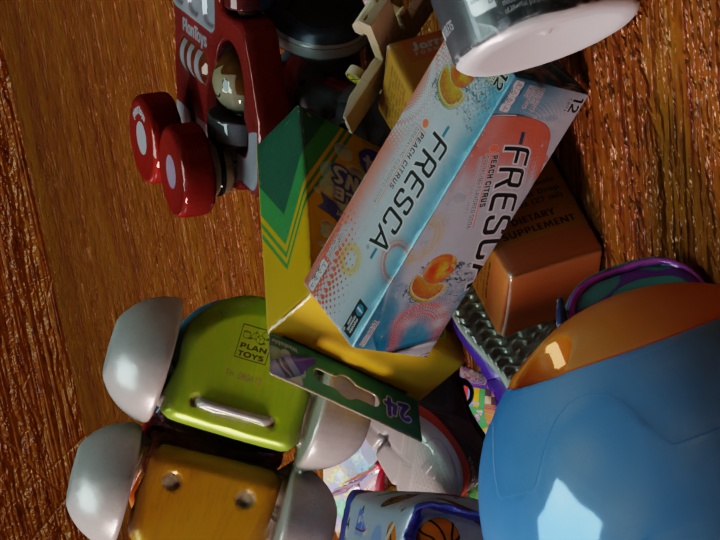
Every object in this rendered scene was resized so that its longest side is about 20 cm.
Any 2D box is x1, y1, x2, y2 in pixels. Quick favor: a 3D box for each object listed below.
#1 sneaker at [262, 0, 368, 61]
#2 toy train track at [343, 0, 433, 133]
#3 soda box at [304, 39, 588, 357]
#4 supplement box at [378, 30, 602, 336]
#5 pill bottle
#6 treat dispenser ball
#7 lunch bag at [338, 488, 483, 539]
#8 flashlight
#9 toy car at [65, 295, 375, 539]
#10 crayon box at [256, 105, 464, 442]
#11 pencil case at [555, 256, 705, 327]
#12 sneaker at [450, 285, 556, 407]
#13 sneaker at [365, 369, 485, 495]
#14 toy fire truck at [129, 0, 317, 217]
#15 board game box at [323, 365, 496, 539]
[{"bbox_3d":[-0.053,-0.255,1.827,0.146,0.077,0.202,84,164,-46],"label":"sneaker"},{"bbox_3d":[0.018,-0.128,1.678,0.033,0.115,0.200,27,164,21],"label":"toy train track"},{"bbox_3d":[0.049,-0.047,1.496,0.068,0.064,0.200,52,122,40],"label":"soda box"},{"bbox_3d":[0.078,-0.060,1.576,0.069,0.066,0.200,92,156,-51],"label":"supplement box"},{"bbox_3d":[0.069,-0.213,1.352,0.106,0.106,0.200,130,122,-73],"label":"pill bottle"},{"bbox_3d":[0.155,0.105,1.192,0.201,0.201,0.201,163,90,-76],"label":"treat dispenser ball"},{"bbox_3d":[0.096,0.201,1.581,0.170,0.200,0.124,174,110,-77],"label":"lunch bag"},{"bbox_3d":[-0.009,-0.125,1.850,0.200,0.068,0.068,27,98,65],"label":"flashlight"},{"bbox_3d":[-0.092,0.105,1.679,0.150,0.175,0.200,-102,29,-76],"label":"toy car"},{"bbox_3d":[0.000,0.000,1.645,0.052,0.126,0.200,-41,37,34],"label":"crayon box"},{"bbox_3d":[0.153,0.090,1.419,0.092,0.085,0.200,-79,-11,-47],"label":"pencil case"},{"bbox_3d":[0.107,0.074,1.611,0.100,0.069,0.200,84,163,-46],"label":"sneaker"},{"bbox_3d":[0.022,0.068,1.707,0.200,0.082,0.077,56,139,12],"label":"sneaker"},{"bbox_3d":[-0.095,-0.137,1.804,0.200,0.112,0.168,-137,42,-62],"label":"toy fire truck"},{"bbox_3d":[0.051,0.164,1.745,0.200,0.039,0.158,-42,80,34],"label":"board game box"}]
